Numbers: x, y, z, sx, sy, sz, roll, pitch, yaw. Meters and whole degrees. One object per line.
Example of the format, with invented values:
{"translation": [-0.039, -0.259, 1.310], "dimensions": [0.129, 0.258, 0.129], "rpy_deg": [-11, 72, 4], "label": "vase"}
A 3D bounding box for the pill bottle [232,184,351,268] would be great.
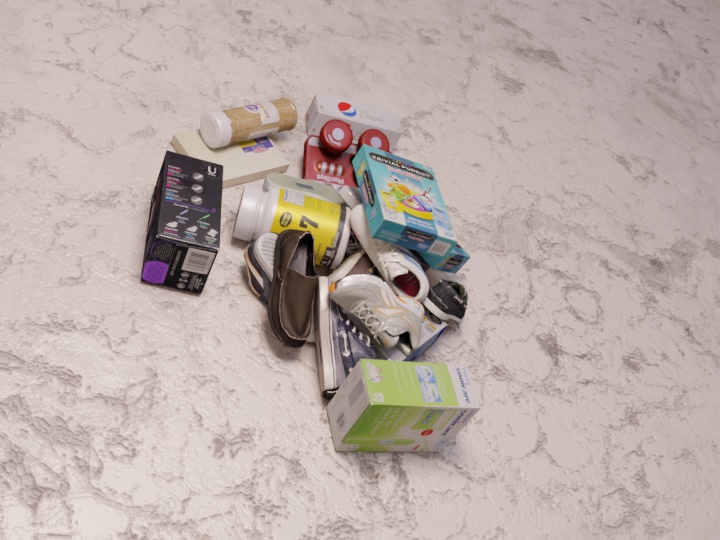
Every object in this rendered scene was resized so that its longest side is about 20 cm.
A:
{"translation": [-0.123, -0.082, 1.615], "dimensions": [0.198, 0.115, 0.115], "rpy_deg": [14, 45, -10], "label": "pill bottle"}

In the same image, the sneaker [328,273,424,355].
{"translation": [0.031, 0.075, 1.469], "dimensions": [0.199, 0.075, 0.093], "rpy_deg": [25, 50, -33], "label": "sneaker"}

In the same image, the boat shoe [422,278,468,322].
{"translation": [0.170, 0.051, 1.654], "dimensions": [0.076, 0.060, 0.200], "rpy_deg": [45, 12, 10], "label": "boat shoe"}

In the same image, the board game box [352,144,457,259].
{"translation": [0.075, -0.122, 1.574], "dimensions": [0.150, 0.047, 0.201], "rpy_deg": [15, 40, -27], "label": "board game box"}

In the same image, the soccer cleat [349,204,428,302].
{"translation": [0.051, -0.029, 1.549], "dimensions": [0.201, 0.070, 0.086], "rpy_deg": [52, 15, -3], "label": "soccer cleat"}

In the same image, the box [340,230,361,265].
{"translation": [0.041, -0.048, 1.745], "dimensions": [0.198, 0.035, 0.111], "rpy_deg": [-5, 55, -34], "label": "box"}

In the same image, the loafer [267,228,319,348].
{"translation": [-0.106, 0.024, 1.475], "dimensions": [0.072, 0.071, 0.203], "rpy_deg": [5, 75, -34], "label": "loafer"}

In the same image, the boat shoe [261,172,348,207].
{"translation": [-0.099, -0.125, 1.708], "dimensions": [0.199, 0.072, 0.070], "rpy_deg": [15, 31, -25], "label": "boat shoe"}

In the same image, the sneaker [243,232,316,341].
{"translation": [-0.130, 0.033, 1.548], "dimensions": [0.078, 0.079, 0.201], "rpy_deg": [-32, 96, -38], "label": "sneaker"}

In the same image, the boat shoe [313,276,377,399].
{"translation": [-0.025, 0.109, 1.491], "dimensions": [0.092, 0.075, 0.203], "rpy_deg": [-2, 81, -12], "label": "boat shoe"}

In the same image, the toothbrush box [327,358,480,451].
{"translation": [0.066, 0.218, 1.439], "dimensions": [0.198, 0.146, 0.087], "rpy_deg": [5, 49, -28], "label": "toothbrush box"}

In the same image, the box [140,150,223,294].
{"translation": [-0.296, -0.081, 1.510], "dimensions": [0.105, 0.123, 0.202], "rpy_deg": [13, 47, -20], "label": "box"}

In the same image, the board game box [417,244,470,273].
{"translation": [0.108, -0.085, 1.697], "dimensions": [0.200, 0.047, 0.151], "rpy_deg": [48, 13, 16], "label": "board game box"}

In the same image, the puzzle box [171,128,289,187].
{"translation": [-0.248, -0.225, 1.740], "dimensions": [0.199, 0.026, 0.133], "rpy_deg": [-19, 63, -41], "label": "puzzle box"}

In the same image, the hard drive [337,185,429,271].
{"translation": [0.049, -0.077, 1.682], "dimensions": [0.200, 0.026, 0.132], "rpy_deg": [48, 13, 10], "label": "hard drive"}

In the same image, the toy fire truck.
{"translation": [-0.027, -0.194, 1.801], "dimensions": [0.198, 0.112, 0.170], "rpy_deg": [10, 71, -22], "label": "toy fire truck"}

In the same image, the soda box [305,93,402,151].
{"translation": [-0.014, -0.312, 1.926], "dimensions": [0.198, 0.068, 0.064], "rpy_deg": [10, 48, -24], "label": "soda box"}

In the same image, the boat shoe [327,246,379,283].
{"translation": [0.000, 0.000, 1.598], "dimensions": [0.060, 0.072, 0.200], "rpy_deg": [52, 29, -5], "label": "boat shoe"}

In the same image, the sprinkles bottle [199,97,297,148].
{"translation": [-0.214, -0.288, 1.749], "dimensions": [0.199, 0.068, 0.068], "rpy_deg": [-22, 65, -43], "label": "sprinkles bottle"}

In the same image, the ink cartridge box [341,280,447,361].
{"translation": [0.059, 0.098, 1.594], "dimensions": [0.136, 0.077, 0.199], "rpy_deg": [45, 46, 12], "label": "ink cartridge box"}
